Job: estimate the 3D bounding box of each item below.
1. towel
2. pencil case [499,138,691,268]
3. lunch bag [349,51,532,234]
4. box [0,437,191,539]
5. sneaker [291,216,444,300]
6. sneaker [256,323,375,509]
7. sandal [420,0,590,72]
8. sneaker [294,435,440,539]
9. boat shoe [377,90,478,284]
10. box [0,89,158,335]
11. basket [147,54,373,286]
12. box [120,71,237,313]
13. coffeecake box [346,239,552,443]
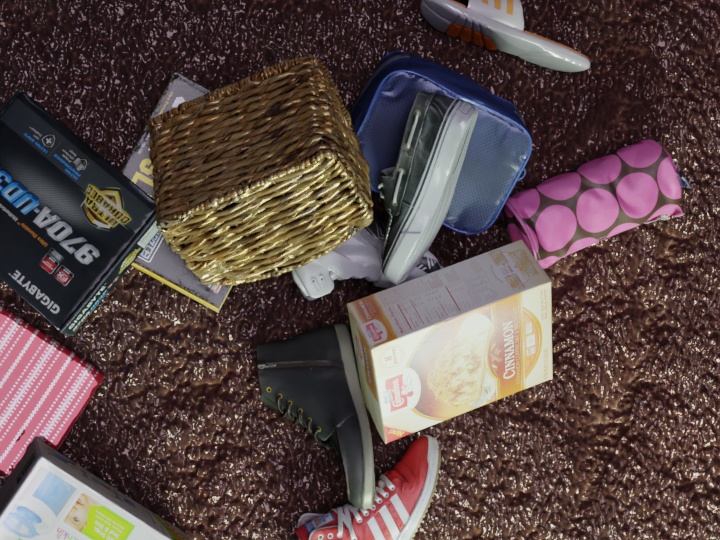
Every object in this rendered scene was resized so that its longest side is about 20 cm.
[{"bbox_3d":[-0.384,0.113,1.333,0.199,0.022,0.145,34,81,-10],"label":"towel"},{"bbox_3d":[0.255,-0.070,1.427,0.199,0.091,0.094,-22,100,-8],"label":"pencil case"},{"bbox_3d":[0.087,-0.137,1.368,0.199,0.133,0.137,26,109,-10],"label":"lunch bag"},{"bbox_3d":[-0.271,0.274,1.300,0.199,0.101,0.113,36,83,-16],"label":"box"},{"bbox_3d":[0.000,0.000,1.383,0.199,0.075,0.115,38,83,-3],"label":"sneaker"},{"bbox_3d":[-0.046,0.160,1.357,0.105,0.075,0.201,-11,64,-4],"label":"sneaker"},{"bbox_3d":[0.161,-0.273,1.419,0.205,0.079,0.060,17,85,-19],"label":"sandal"},{"bbox_3d":[0.003,0.254,1.380,0.112,0.071,0.201,26,87,-13],"label":"sneaker"},{"bbox_3d":[0.053,-0.085,1.288,0.071,0.072,0.201,27,113,14],"label":"boat shoe"},{"bbox_3d":[-0.315,-0.059,1.304,0.200,0.046,0.159,39,87,10],"label":"box"},{"bbox_3d":[-0.094,-0.093,1.288,0.199,0.143,0.150,-22,51,12],"label":"basket"},{"bbox_3d":[-0.172,-0.081,1.363,0.159,0.049,0.201,29,84,-7],"label":"box"},{"bbox_3d":[0.096,0.075,1.359,0.198,0.073,0.154,-20,136,-10],"label":"coffeecake box"}]
